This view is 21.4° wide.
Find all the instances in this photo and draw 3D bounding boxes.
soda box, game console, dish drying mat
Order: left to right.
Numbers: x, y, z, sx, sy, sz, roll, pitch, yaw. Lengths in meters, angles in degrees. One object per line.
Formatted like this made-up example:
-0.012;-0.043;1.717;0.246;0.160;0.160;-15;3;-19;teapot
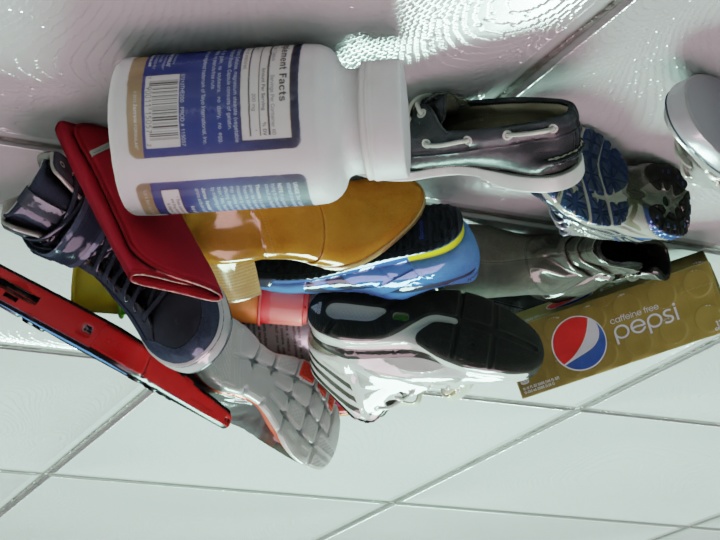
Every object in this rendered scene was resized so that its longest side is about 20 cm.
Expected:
-0.215;0.062;1.547;0.199;0.031;0.177;25;167;33;game console
-0.161;-0.047;1.369;0.076;0.200;0.018;15;116;-35;dish drying mat
0.228;0.048;1.715;0.199;0.068;0.064;-19;-173;8;soda box

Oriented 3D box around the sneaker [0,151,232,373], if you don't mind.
-0.187;-0.009;1.409;0.077;0.202;0.146;-50;134;6;sneaker

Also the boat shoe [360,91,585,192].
0.067;-0.103;1.392;0.198;0.076;0.061;3;124;15;boat shoe

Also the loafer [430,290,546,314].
0.084;0.042;1.769;0.199;0.071;0.068;5;158;-18;loafer

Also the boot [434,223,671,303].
0.162;-0.014;1.617;0.199;0.068;0.130;4;168;-40;boot

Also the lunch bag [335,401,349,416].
-0.009;0.095;1.812;0.175;0.083;0.200;-6;-177;15;lunch bag

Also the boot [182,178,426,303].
-0.044;-0.064;1.473;0.200;0.071;0.145;-25;136;-13;boot

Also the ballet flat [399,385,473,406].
0.070;0.104;1.942;0.198;0.074;0.073;-8;159;15;ballet flat

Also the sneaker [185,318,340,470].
-0.095;0.101;1.630;0.081;0.077;0.200;-4;141;43;sneaker

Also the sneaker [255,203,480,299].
0.000;0.000;1.561;0.198;0.066;0.079;-8;138;13;sneaker

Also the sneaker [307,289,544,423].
0.052;0.078;1.609;0.199;0.076;0.116;10;139;3;sneaker

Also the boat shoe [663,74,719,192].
0.269;-0.092;1.430;0.065;0.073;0.199;-20;162;32;boat shoe

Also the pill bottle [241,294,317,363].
-0.077;0.036;1.678;0.198;0.114;0.113;-3;160;4;pill bottle

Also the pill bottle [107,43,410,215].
-0.067;-0.099;1.315;0.198;0.112;0.111;-3;160;6;pill bottle

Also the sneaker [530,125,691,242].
0.176;-0.056;1.508;0.085;0.078;0.199;-14;156;41;sneaker

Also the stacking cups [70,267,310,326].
-0.141;0.013;1.599;0.198;0.061;0.061;3;160;-1;stacking cups
